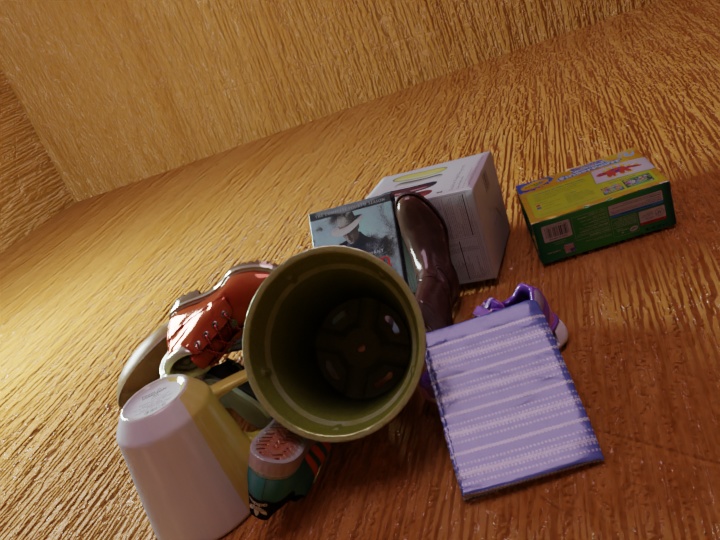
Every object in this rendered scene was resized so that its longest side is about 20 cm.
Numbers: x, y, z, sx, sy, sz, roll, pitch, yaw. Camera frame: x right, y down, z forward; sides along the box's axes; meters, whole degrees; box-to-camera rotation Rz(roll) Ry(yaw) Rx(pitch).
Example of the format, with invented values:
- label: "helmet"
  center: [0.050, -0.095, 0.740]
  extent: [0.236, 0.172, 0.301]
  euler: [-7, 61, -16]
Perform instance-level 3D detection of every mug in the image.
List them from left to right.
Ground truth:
- label: "mug"
  center: [-0.195, 0.197, 0.804]
  extent: [0.147, 0.155, 0.187]
  euler: [-8, 26, 34]

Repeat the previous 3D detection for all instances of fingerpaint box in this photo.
- label: "fingerpaint box"
  center: [0.351, -0.101, 1.049]
  extent: [0.197, 0.074, 0.168]
  euler: [-18, 24, 12]

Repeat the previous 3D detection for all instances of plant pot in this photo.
- label: "plant pot"
  center: [-0.295, 0.130, 1.048]
  extent: [0.200, 0.027, 0.201]
  euler: [-45, -13, -14]
- label: "plant pot"
  center: [-0.013, 0.087, 0.800]
  extent: [0.197, 0.204, 0.184]
  euler: [-19, -11, 8]

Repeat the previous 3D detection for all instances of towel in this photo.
- label: "towel"
  center: [0.148, 0.127, 0.717]
  extent: [0.142, 0.024, 0.202]
  euler: [-19, 47, 7]

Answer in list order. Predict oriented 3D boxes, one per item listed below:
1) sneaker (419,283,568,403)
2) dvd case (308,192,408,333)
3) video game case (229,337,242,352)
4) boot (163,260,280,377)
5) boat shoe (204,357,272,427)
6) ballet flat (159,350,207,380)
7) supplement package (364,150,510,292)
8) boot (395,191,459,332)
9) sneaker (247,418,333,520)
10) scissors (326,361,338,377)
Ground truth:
- label: "sneaker"
  center: [0.150, 0.082, 0.817]
  extent: [0.198, 0.090, 0.080]
  euler: [-29, 24, -12]
- label: "dvd case"
  center: [0.000, 0.000, 1.021]
  extent: [0.144, 0.204, 0.022]
  euler: [-11, -8, 25]
- label: "video game case"
  center: [-0.119, 0.063, 0.965]
  extent: [0.198, 0.046, 0.181]
  euler: [-25, -8, 24]
- label: "boot"
  center: [-0.159, 0.064, 0.819]
  extent: [0.198, 0.075, 0.108]
  euler: [-27, 38, 29]
- label: "boat shoe"
  center: [-0.163, 0.162, 0.957]
  extent: [0.060, 0.073, 0.200]
  euler: [-39, 24, -26]
- label: "ballet flat"
  center: [-0.241, 0.126, 0.970]
  extent: [0.067, 0.068, 0.201]
  euler: [-26, 18, 14]
- label: "supplement package"
  center: [0.120, -0.076, 1.104]
  extent: [0.197, 0.149, 0.192]
  euler: [-11, 21, 24]
- label: "boot"
  center: [0.085, 0.007, 0.921]
  extent: [0.063, 0.188, 0.201]
  euler: [-22, 19, 23]
- label: "sneaker"
  center: [-0.074, 0.206, 0.778]
  extent: [0.070, 0.081, 0.199]
  euler: [19, 14, 18]
- label: "scissors"
  center: [-0.067, 0.120, 1.035]
  extent: [0.073, 0.014, 0.198]
  euler: [-34, 23, -30]
